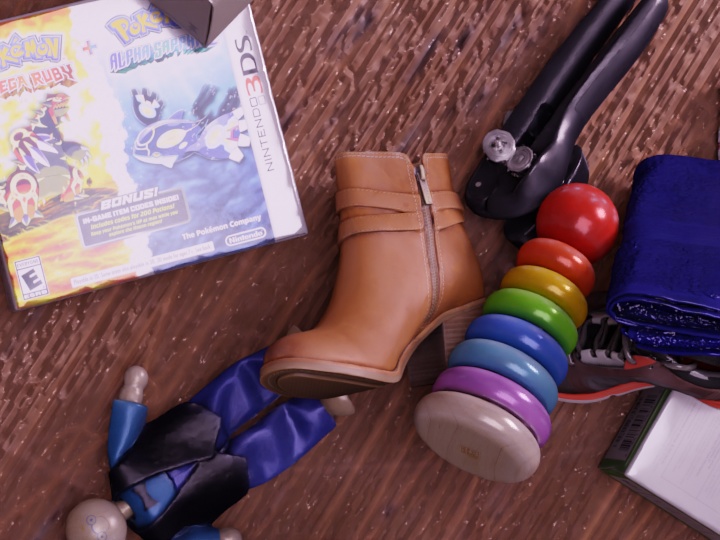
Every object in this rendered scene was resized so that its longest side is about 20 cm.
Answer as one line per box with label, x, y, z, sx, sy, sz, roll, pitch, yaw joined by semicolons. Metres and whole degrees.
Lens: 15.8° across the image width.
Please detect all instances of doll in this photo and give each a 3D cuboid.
doll;-0.107;0.117;1.671;0.200;0.048;0.137;-37;97;-13

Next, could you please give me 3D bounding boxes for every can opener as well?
can opener;0.136;-0.113;1.730;0.063;0.079;0.201;25;79;27

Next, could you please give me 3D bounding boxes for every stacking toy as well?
stacking toy;0.110;0.032;1.657;0.085;0.085;0.201;33;65;-11

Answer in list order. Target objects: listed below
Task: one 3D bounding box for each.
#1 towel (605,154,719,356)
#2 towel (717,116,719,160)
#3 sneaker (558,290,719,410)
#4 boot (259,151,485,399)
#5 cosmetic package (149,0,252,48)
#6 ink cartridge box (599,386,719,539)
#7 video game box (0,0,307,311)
towel;0.238;-0.006;1.669;0.147;0.200;0.050;8;121;7
towel;0.316;-0.035;1.777;0.145;0.030;0.201;1;90;-12
sneaker;0.176;0.043;1.683;0.199;0.082;0.078;3;74;21
boot;0.000;0.000;1.659;0.199;0.073;0.156;-3;82;-50
cosmetic package;-0.068;-0.251;1.644;0.103;0.073;0.200;39;70;5
ink cartridge box;0.273;0.141;1.751;0.199;0.059;0.104;32;83;-10
video game box;-0.150;-0.086;1.665;0.199;0.047;0.183;-15;91;-12
